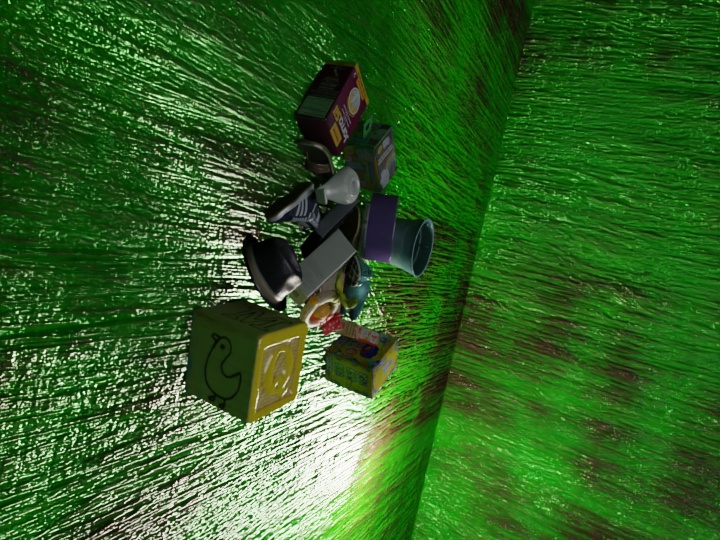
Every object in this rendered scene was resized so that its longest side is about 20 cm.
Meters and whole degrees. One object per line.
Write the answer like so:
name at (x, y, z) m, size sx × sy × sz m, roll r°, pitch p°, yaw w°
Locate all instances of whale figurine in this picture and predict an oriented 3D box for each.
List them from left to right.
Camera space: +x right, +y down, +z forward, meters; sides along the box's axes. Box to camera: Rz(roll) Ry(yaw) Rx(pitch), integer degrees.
whale figurine at (-0.013, 0.087, 1.799) m, size 0.161 × 0.100 × 0.204 m, roll -57°, pitch 150°, yaw -34°

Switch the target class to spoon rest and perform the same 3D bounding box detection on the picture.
spoon rest at (-0.062, -0.221, 1.458) m, size 0.198 × 0.059 × 0.104 m, roll -30°, pitch 119°, yaw -54°

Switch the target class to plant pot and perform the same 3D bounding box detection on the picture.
plant pot at (0.138, -0.100, 1.914) m, size 0.200 × 0.190 × 0.208 m, roll -40°, pitch 137°, yaw -51°

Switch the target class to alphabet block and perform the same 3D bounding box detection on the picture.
alphabet block at (-0.257, 0.196, 1.229) m, size 0.195 × 0.194 × 0.204 m, roll -12°, pitch 114°, yaw -62°

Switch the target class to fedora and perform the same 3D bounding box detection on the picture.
fedora at (-0.197, -0.008, 1.278) m, size 0.202 × 0.089 × 0.205 m, roll -89°, pitch 155°, yaw -66°

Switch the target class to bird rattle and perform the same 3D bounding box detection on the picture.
bird rattle at (-0.103, 0.101, 1.483) m, size 0.159 × 0.115 × 0.201 m, roll -10°, pitch 152°, yaw -42°

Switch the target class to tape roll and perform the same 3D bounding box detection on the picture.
tape roll at (0.066, -0.131, 1.666) m, size 0.200 × 0.081 × 0.209 m, roll 9°, pitch 89°, yaw -86°

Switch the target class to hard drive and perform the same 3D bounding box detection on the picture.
hard drive at (-0.089, -0.127, 1.527) m, size 0.201 × 0.042 × 0.135 m, roll -49°, pitch -178°, yaw -41°

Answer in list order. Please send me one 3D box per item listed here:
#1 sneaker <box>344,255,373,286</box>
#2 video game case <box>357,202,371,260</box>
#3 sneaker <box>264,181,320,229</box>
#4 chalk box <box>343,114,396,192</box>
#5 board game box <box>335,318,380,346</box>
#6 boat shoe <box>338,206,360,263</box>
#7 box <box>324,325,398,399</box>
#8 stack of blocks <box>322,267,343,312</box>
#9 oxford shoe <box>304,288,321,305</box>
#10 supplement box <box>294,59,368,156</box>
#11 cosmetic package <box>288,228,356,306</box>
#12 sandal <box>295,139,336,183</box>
sneaker at (0.000, 0.000, 1.540) m, size 0.200 × 0.077 × 0.080 m, roll -99°, pitch -153°, yaw -77°
video game case at (0.020, -0.127, 1.762) m, size 0.200 × 0.023 × 0.190 m, roll -54°, pitch 152°, yaw -81°
sneaker at (-0.165, -0.138, 1.381) m, size 0.201 × 0.068 × 0.112 m, roll -49°, pitch 132°, yaw -49°
chalk box at (0.025, -0.364, 1.628) m, size 0.125 × 0.120 × 0.205 m, roll -53°, pitch 146°, yaw -37°
board game box at (-0.036, 0.191, 1.753) m, size 0.199 × 0.147 × 0.048 m, roll 34°, pitch 74°, yaw -63°
boat shoe at (-0.033, -0.112, 1.702) m, size 0.069 × 0.072 × 0.207 m, roll -32°, pitch 139°, yaw -60°
box at (0.005, 0.305, 1.849) m, size 0.199 × 0.186 × 0.127 m, roll -39°, pitch 138°, yaw -52°
stack of blocks at (-0.081, 0.038, 1.636) m, size 0.115 × 0.056 × 0.208 m, roll -73°, pitch 171°, yaw -75°
oxford shoe at (-0.149, 0.058, 1.566) m, size 0.069 × 0.071 × 0.208 m, roll 2°, pitch 104°, yaw -34°
supplement box at (-0.071, -0.427, 1.412) m, size 0.205 × 0.100 × 0.132 m, roll -64°, pitch 153°, yaw -22°
cosmetic package at (-0.113, -0.007, 1.465) m, size 0.200 × 0.085 × 0.108 m, roll -45°, pitch -179°, yaw -28°
sandal at (-0.112, -0.278, 1.425) m, size 0.202 × 0.077 × 0.059 m, roll 56°, pitch 49°, yaw -59°
